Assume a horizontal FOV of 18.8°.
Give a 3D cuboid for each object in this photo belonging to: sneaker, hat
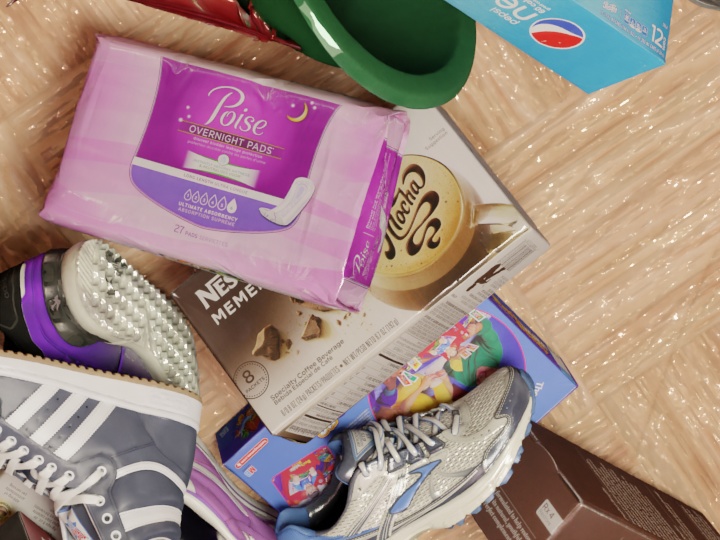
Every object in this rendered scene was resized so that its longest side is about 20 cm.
[{"bbox_3d":[-0.170,0.047,1.338,0.099,0.070,0.200,-14,147,15],"label":"sneaker"},{"bbox_3d":[-0.081,0.192,1.410,0.073,0.114,0.200,-44,115,7],"label":"sneaker"},{"bbox_3d":[0.026,0.127,1.376,0.200,0.077,0.085,-45,109,9],"label":"sneaker"},{"bbox_3d":[-0.057,-0.157,1.304,0.176,0.166,0.200,-25,111,38],"label":"hat"},{"bbox_3d":[-0.186,0.111,1.257,0.199,0.070,0.109,12,71,-27],"label":"sneaker"}]

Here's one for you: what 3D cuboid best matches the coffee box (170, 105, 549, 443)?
[{"bbox_3d":[0.000,0.000,1.329,0.200,0.080,0.113,-39,75,6],"label":"coffee box"}]

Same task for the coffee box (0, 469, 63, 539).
[{"bbox_3d":[-0.254,0.192,1.375,0.080,0.113,0.200,35,102,-22],"label":"coffee box"}]

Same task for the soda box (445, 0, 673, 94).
[{"bbox_3d":[0.095,-0.183,1.279,0.200,0.064,0.068,29,150,-33],"label":"soda box"}]

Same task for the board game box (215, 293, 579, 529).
[{"bbox_3d":[0.023,0.092,1.425,0.200,0.045,0.134,-42,114,8],"label":"board game box"}]

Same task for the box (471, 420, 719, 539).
[{"bbox_3d":[0.168,0.182,1.436,0.200,0.100,0.075,32,105,-36],"label":"box"}]

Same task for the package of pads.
[{"bbox_3d":[-0.078,-0.059,1.268,0.199,0.076,0.121,16,88,15],"label":"package of pads"}]

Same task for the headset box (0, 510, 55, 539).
[{"bbox_3d":[-0.202,0.251,1.309,0.149,0.075,0.200,-41,127,4],"label":"headset box"}]

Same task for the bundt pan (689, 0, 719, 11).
[{"bbox_3d":[0.274,-0.234,1.322,0.201,0.076,0.203,-4,114,-9],"label":"bundt pan"}]
